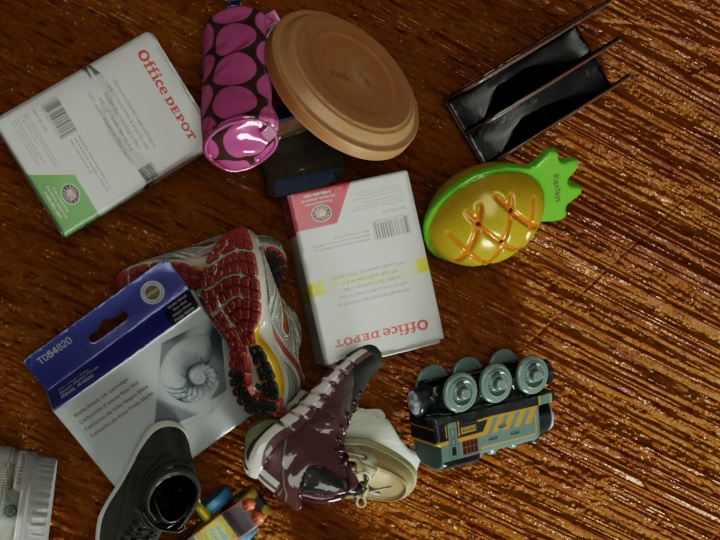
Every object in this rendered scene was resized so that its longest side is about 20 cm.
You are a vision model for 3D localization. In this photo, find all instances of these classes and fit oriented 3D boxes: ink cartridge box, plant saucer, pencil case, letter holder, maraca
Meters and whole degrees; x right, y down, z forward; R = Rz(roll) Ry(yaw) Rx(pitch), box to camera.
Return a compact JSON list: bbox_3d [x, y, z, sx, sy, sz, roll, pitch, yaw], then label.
[{"bbox_3d":[-0.233,0.123,1.365,0.199,0.041,0.201,-36,110,-4],"label":"ink cartridge box"},{"bbox_3d":[-0.015,-0.213,1.388,0.199,0.032,0.201,23,45,-25],"label":"plant saucer"},{"bbox_3d":[0.000,0.000,1.436,0.144,0.083,0.202,-12,89,-12],"label":"ink cartridge box"},{"bbox_3d":[-0.130,-0.205,1.369,0.093,0.091,0.201,-13,52,9],"label":"pencil case"},{"bbox_3d":[-0.282,-0.150,1.385,0.199,0.084,0.147,-32,94,-12],"label":"ink cartridge box"},{"bbox_3d":[0.219,-0.221,1.465,0.199,0.142,0.101,-32,93,-12],"label":"letter holder"},{"bbox_3d":[0.165,-0.074,1.455,0.199,0.138,0.107,-22,50,-3],"label":"maraca"}]

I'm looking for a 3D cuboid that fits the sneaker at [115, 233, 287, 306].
[{"bbox_3d":[-0.179,0.005,1.410,0.198,0.082,0.078,-9,113,2],"label":"sneaker"}]

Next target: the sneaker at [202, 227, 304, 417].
[{"bbox_3d":[-0.112,0.052,1.346,0.077,0.082,0.202,-5,101,32],"label":"sneaker"}]

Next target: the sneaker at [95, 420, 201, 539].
[{"bbox_3d":[-0.231,0.269,1.333,0.070,0.099,0.201,18,105,-25],"label":"sneaker"}]

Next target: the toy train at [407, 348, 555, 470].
[{"bbox_3d":[0.143,0.160,1.449,0.199,0.085,0.115,-10,99,-30],"label":"toy train"}]

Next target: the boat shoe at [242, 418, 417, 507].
[{"bbox_3d":[-0.035,0.223,1.374,0.198,0.063,0.074,14,119,-5],"label":"boat shoe"}]

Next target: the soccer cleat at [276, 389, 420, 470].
[{"bbox_3d":[-0.015,0.181,1.436,0.200,0.069,0.078,37,75,-15],"label":"soccer cleat"}]

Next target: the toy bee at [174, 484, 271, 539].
[{"bbox_3d":[-0.147,0.271,1.380,0.130,0.109,0.201,31,81,-7],"label":"toy bee"}]

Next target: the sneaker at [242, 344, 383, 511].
[{"bbox_3d":[-0.022,0.179,1.326,0.115,0.076,0.200,43,68,13],"label":"sneaker"}]

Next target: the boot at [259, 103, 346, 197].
[{"bbox_3d":[-0.036,-0.152,1.459,0.199,0.075,0.098,-14,115,-22],"label":"boot"}]

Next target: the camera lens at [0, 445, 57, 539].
[{"bbox_3d":[-0.426,0.259,1.294,0.198,0.160,0.162,7,86,-11],"label":"camera lens"}]
